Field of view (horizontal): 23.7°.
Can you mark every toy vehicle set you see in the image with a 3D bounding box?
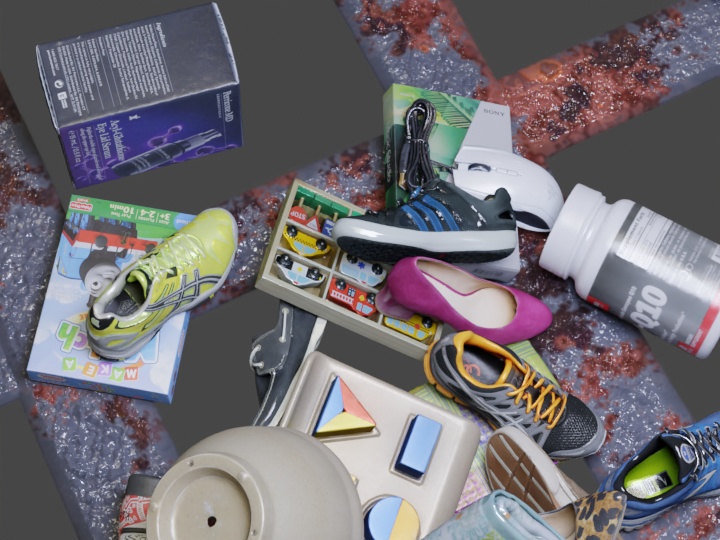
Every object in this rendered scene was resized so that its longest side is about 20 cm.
[{"bbox_3d":[0.000,0.000,1.768,0.199,0.027,0.125,24,59,-13],"label":"toy vehicle set"}]

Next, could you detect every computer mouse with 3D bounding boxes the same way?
[{"bbox_3d":[0.135,-0.102,1.794,0.198,0.044,0.111,18,59,-17],"label":"computer mouse"}]

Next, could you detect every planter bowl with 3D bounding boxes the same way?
[{"bbox_3d":[-0.113,0.233,1.553,0.198,0.135,0.202,-6,75,23],"label":"planter bowl"}]

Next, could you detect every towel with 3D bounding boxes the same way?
[{"bbox_3d":[0.119,0.166,1.749,0.199,0.023,0.144,-28,70,-12],"label":"towel"},{"bbox_3d":[0.138,0.307,1.590,0.200,0.171,0.048,42,34,-10],"label":"towel"}]

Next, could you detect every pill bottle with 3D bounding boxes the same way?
[{"bbox_3d":[0.293,-0.002,1.771,0.199,0.114,0.114,27,70,10],"label":"pill bottle"}]

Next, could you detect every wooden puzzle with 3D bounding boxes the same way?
[{"bbox_3d":[0.010,0.195,1.669,0.199,0.046,0.187,26,68,-9],"label":"wooden puzzle"}]

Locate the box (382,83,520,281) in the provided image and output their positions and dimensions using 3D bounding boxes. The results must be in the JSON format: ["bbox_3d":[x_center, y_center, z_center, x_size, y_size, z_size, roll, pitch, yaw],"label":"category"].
[{"bbox_3d":[0.095,-0.094,1.818,0.143,0.036,0.202,9,63,-21],"label":"box"}]

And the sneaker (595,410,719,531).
[{"bbox_3d":[0.330,0.192,1.705,0.199,0.089,0.079,-28,72,-12],"label":"sneaker"}]

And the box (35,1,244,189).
[{"bbox_3d":[-0.230,-0.184,1.818,0.198,0.148,0.105,-15,68,-7],"label":"box"}]

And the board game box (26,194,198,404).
[{"bbox_3d":[-0.251,0.029,1.791,0.150,0.037,0.202,9,69,2],"label":"board game box"}]

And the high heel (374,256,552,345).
[{"bbox_3d":[0.119,0.024,1.736,0.198,0.096,0.068,13,61,-17],"label":"high heel"}]

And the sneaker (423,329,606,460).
[{"bbox_3d":[0.157,0.125,1.709,0.199,0.077,0.079,27,66,0],"label":"sneaker"}]

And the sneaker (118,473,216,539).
[{"bbox_3d":[-0.141,0.272,1.681,0.199,0.067,0.109,11,77,-1],"label":"sneaker"}]

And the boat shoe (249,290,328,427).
[{"bbox_3d":[-0.085,0.095,1.746,0.067,0.072,0.201,21,60,-2],"label":"boat shoe"}]

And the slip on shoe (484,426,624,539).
[{"bbox_3d":[0.200,0.236,1.690,0.200,0.076,0.060,50,42,12],"label":"slip on shoe"}]

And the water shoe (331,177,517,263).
[{"bbox_3d":[0.062,-0.052,1.721,0.198,0.071,0.080,4,74,-23],"label":"water shoe"}]

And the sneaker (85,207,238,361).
[{"bbox_3d":[-0.197,0.009,1.740,0.075,0.077,0.200,38,70,14],"label":"sneaker"}]

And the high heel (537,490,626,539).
[{"bbox_3d":[0.152,0.247,1.605,0.141,0.200,0.072,21,46,-13],"label":"high heel"}]
